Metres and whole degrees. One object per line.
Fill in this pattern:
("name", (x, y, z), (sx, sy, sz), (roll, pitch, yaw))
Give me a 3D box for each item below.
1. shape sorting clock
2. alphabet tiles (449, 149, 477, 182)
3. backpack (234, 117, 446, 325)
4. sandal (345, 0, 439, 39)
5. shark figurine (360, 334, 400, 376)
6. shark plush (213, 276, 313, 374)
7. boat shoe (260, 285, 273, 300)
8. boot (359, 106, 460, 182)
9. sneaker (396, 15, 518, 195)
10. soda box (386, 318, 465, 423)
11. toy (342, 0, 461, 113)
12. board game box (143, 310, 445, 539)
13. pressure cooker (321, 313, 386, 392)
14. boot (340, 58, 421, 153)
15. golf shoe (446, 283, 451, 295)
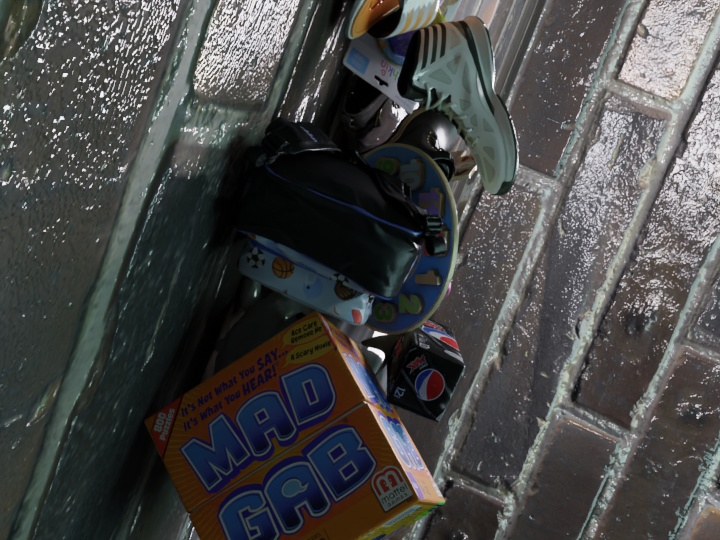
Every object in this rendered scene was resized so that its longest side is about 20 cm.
("shape sorting clock", (0.030, -0.034, 1.114), (0.039, 0.199, 0.203), (1, 116, -44))
("alphabet tiles", (0.055, -0.118, 1.327), (0.167, 0.197, 0.008), (-50, 128, -62))
("backpack", (-0.027, -0.048, 1.013), (0.155, 0.198, 0.191), (-59, -175, 21))
("sandal", (0.066, -0.295, 1.094), (0.206, 0.059, 0.080), (-40, 164, -33))
("shark figurine", (0.019, 0.012, 1.239), (0.126, 0.217, 0.090), (-18, 161, -19))
("shark plush", (-0.110, 0.099, 1.135), (0.202, 0.090, 0.083), (-62, 157, -5))
("boat shoe", (-0.064, -0.042, 1.155), (0.071, 0.064, 0.203), (-42, 153, -69))
("boot", (0.087, -0.134, 1.219), (0.200, 0.137, 0.078), (-41, 116, -27))
("sneaker", (0.099, -0.174, 1.156), (0.076, 0.114, 0.204), (160, -84, -70))
("soda box", (0.069, 0.102, 1.165), (0.200, 0.063, 0.072), (-84, -162, -81))
("toy", (0.069, -0.296, 1.185), (0.047, 0.114, 0.203), (9, -107, 54))
("board game box", (-0.058, 0.194, 1.045), (0.198, 0.202, 0.200), (-32, 163, 3))
("pressure cooker", (-0.036, 0.116, 1.327), (0.201, 0.173, 0.181), (-59, 137, -53))
("boot", (0.030, -0.213, 1.282), (0.202, 0.068, 0.175), (-61, 169, -26))
("golf shoe", (0.033, -0.033, 1.339), (0.076, 0.198, 0.092), (-55, -171, 49))
